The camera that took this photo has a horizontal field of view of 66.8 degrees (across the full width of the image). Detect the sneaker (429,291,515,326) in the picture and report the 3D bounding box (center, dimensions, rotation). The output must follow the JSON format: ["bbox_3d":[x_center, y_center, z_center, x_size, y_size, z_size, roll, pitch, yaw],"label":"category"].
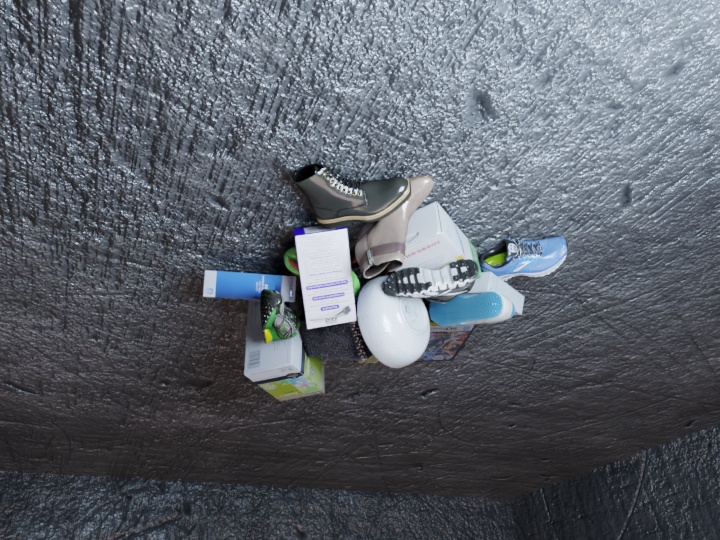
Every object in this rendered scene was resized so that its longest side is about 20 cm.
[{"bbox_3d":[0.235,0.087,1.179,0.198,0.078,0.080,-3,166,45],"label":"sneaker"}]

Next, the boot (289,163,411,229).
[{"bbox_3d":[-0.019,-0.153,0.994,0.197,0.079,0.139,-19,138,19],"label":"boot"}]

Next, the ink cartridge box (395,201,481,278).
[{"bbox_3d":[0.149,-0.037,1.162,0.143,0.089,0.199,-24,143,26],"label":"ink cartridge box"}]

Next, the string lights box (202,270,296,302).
[{"bbox_3d":[-0.246,0.037,1.223,0.195,0.060,0.103,4,175,-10],"label":"string lights box"}]

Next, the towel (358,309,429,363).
[{"bbox_3d":[0.089,0.171,1.416,0.201,0.037,0.147,-50,156,21],"label":"towel"}]

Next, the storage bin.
[{"bbox_3d":[-0.035,0.131,1.266,0.197,0.096,0.134,-3,-161,41],"label":"storage bin"}]

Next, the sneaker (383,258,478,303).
[{"bbox_3d":[0.147,0.035,1.130,0.196,0.067,0.091,-10,143,4],"label":"sneaker"}]

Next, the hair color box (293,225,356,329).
[{"bbox_3d":[-0.073,0.010,1.129,0.107,0.065,0.204,-8,108,-8],"label":"hair color box"}]

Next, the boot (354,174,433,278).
[{"bbox_3d":[0.067,-0.075,1.044,0.070,0.149,0.199,26,136,-34],"label":"boot"}]

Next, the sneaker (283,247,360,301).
[{"bbox_3d":[-0.082,0.006,1.209,0.198,0.078,0.084,34,173,-20],"label":"sneaker"}]

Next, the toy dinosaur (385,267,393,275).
[{"bbox_3d":[0.082,0.034,1.283,0.104,0.061,0.201,-3,145,1],"label":"toy dinosaur"}]

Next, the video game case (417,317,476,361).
[{"bbox_3d":[0.182,0.179,1.389,0.177,0.026,0.201,-1,145,-13],"label":"video game case"}]

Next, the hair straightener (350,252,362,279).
[{"bbox_3d":[0.000,0.000,1.226,0.076,0.041,0.199,35,133,-17],"label":"hair straightener"}]

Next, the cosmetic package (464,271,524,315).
[{"bbox_3d":[0.259,0.058,1.282,0.198,0.053,0.150,-4,152,46],"label":"cosmetic package"}]

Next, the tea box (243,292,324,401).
[{"bbox_3d":[-0.183,0.190,1.358,0.131,0.203,0.197,-14,144,16],"label":"tea box"}]

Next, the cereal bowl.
[{"bbox_3d":[0.087,0.102,1.176,0.083,0.204,0.199,-24,142,37],"label":"cereal bowl"}]

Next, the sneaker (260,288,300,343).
[{"bbox_3d":[-0.172,0.094,1.172,0.083,0.080,0.201,-5,157,-9],"label":"sneaker"}]

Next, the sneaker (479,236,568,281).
[{"bbox_3d":[0.355,-0.030,1.200,0.197,0.080,0.089,-18,146,20],"label":"sneaker"}]

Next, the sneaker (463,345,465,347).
[{"bbox_3d":[0.254,0.159,1.477,0.112,0.077,0.200,11,143,-32],"label":"sneaker"}]

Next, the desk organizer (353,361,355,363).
[{"bbox_3d":[0.008,0.149,1.407,0.071,0.077,0.201,-37,165,-36],"label":"desk organizer"}]
